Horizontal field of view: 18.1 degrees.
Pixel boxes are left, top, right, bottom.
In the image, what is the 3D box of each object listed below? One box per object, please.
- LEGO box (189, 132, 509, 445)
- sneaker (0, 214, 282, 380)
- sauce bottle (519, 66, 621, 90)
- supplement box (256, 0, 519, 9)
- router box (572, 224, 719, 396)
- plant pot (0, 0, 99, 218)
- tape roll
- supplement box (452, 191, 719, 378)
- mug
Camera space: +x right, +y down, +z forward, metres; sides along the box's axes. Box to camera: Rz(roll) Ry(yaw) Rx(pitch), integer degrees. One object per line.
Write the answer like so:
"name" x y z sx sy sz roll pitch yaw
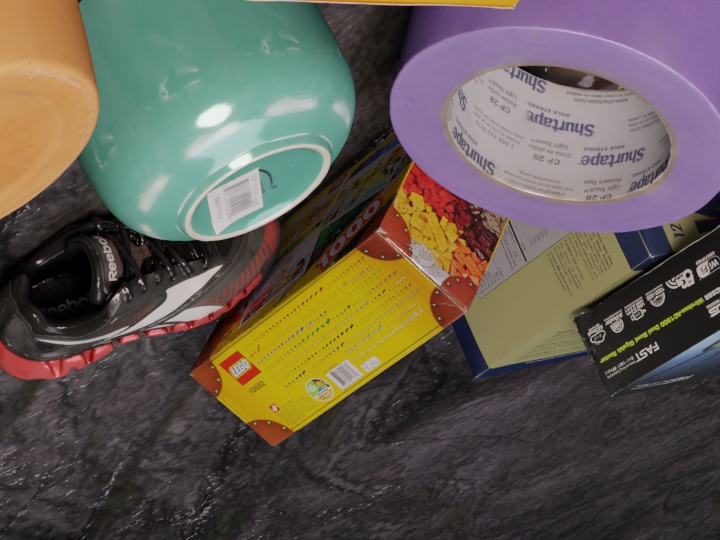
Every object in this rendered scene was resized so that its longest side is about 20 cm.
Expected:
"LEGO box" 0.000 0.000 1.426 0.200 0.077 0.149 -37 -162 40
"sneaker" -0.137 0.001 1.392 0.200 0.071 0.098 -22 161 -16
"sauce bottle" 0.158 -0.147 1.451 0.199 0.065 0.065 -21 159 -15
"supplement box" 0.039 -0.230 0.990 0.197 0.133 0.200 -6 150 -48
"router box" 0.262 0.018 1.521 0.150 0.062 0.200 -35 161 37
"plant pot" -0.201 -0.101 0.966 0.199 0.140 0.200 -26 159 -11
"tape roll" 0.121 -0.110 1.300 0.199 0.085 0.200 11 149 6
"supplement box" 0.182 -0.037 1.601 0.199 0.135 0.200 -10 161 -40
"mug" -0.069 -0.087 1.210 0.185 0.115 0.152 -4 148 -49
